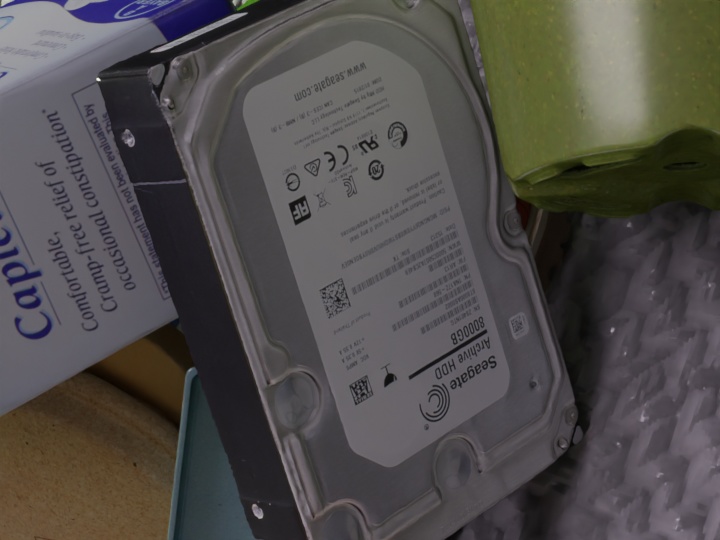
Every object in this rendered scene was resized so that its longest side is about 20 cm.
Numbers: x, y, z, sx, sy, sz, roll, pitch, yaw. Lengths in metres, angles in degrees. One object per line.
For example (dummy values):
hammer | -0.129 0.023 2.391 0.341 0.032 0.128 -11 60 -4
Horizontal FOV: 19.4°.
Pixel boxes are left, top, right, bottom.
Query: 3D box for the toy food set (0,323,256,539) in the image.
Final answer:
toy food set | -0.112 0.104 0.877 0.198 0.200 0.049 -10 29 39

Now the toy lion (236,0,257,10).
toy lion | -0.022 -0.172 0.968 0.192 0.069 0.200 22 78 45

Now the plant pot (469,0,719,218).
plant pot | 0.107 -0.121 0.732 0.200 0.200 0.190 -11 76 46

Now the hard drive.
hard drive | 0.000 0.000 0.741 0.038 0.140 0.200 2 114 49

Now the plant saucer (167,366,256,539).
plant saucer | -0.043 0.125 0.808 0.019 0.070 0.200 -116 32 -65

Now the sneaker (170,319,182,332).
sneaker | -0.114 0.005 0.956 0.111 0.077 0.200 13 77 16

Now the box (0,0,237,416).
box | -0.151 -0.024 0.801 0.200 0.105 0.184 -30 19 -22

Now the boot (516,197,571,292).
boot | 0.000 0.033 0.825 0.075 0.107 0.200 20 90 48
